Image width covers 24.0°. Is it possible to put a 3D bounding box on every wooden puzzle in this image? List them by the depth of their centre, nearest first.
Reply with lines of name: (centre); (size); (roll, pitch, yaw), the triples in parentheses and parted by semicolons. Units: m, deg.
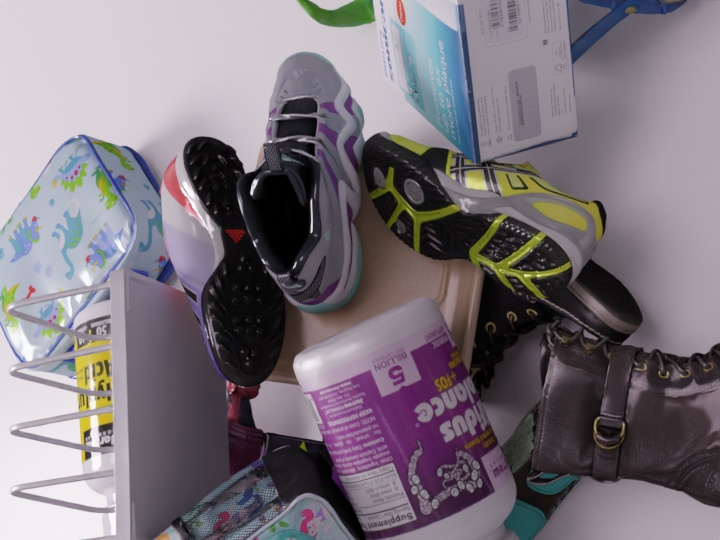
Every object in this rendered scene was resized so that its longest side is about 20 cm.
wooden puzzle: (0.000, 0.000, 1.265); (0.199, 0.037, 0.186); (6, 77, 20)

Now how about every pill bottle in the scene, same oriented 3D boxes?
pill bottle: (0.040, 0.129, 1.159); (0.112, 0.112, 0.201); (-23, 93, 35)
pill bottle: (-0.187, 0.131, 1.457); (0.111, 0.111, 0.201); (-20, 69, 36)

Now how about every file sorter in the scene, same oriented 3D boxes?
file sorter: (-0.186, 0.121, 1.278); (0.124, 0.139, 0.201); (-13, 71, 25)

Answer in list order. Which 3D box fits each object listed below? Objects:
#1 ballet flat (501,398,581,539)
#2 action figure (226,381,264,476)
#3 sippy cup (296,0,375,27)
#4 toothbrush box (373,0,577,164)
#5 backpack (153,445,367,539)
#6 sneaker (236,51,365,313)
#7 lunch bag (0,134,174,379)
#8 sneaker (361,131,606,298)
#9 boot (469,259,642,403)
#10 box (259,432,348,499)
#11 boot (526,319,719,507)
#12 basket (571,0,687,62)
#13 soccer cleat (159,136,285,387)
ballet flat: (0.117, 0.149, 1.234); (0.200, 0.074, 0.074); (-46, 55, 22)
action figure: (-0.118, 0.177, 1.343); (0.149, 0.133, 0.201); (-155, 78, -71)
sippy cup: (0.017, -0.284, 1.356); (0.139, 0.130, 0.179); (10, 88, 42)
toothbrush box: (0.076, -0.186, 1.231); (0.200, 0.085, 0.147); (-126, 24, -59)
backpack: (-0.073, 0.248, 1.177); (0.199, 0.178, 0.151); (-33, 31, 5)
sneaker: (-0.045, -0.079, 1.204); (0.077, 0.140, 0.201); (-11, 73, 14)
lunch bag: (-0.259, -0.008, 1.566); (0.200, 0.082, 0.161); (-51, 52, 21)
sneaker: (0.085, -0.047, 1.202); (0.199, 0.076, 0.076); (31, 140, 31)
boot: (0.107, 0.043, 1.249); (0.200, 0.073, 0.151); (39, 105, 42)
box: (-0.018, 0.233, 1.283); (0.036, 0.142, 0.202); (163, 115, -83)
boot: (0.203, 0.066, 1.122); (0.173, 0.069, 0.201); (16, 94, 15)
basket: (0.172, -0.260, 1.216); (0.200, 0.138, 0.178); (-39, 56, 51)
soccer cleat: (-0.108, 0.001, 1.260); (0.073, 0.068, 0.201); (-42, 56, 46)
